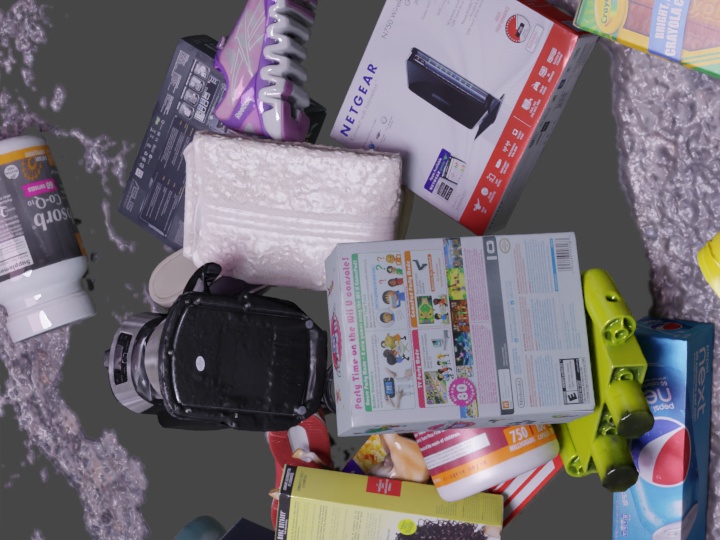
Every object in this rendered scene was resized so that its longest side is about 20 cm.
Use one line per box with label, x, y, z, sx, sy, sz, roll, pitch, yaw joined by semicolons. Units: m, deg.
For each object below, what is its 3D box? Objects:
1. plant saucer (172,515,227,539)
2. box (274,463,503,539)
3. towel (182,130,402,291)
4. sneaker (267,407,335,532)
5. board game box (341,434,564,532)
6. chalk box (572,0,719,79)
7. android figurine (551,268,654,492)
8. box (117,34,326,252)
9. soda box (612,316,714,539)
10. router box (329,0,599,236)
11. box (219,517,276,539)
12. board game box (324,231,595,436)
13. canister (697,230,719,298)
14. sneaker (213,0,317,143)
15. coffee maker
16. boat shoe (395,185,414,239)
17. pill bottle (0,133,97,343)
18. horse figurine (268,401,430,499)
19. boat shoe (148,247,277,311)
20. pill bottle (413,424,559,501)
plant saucer;-0.168;0.347;1.526;0.027;0.200;0.201;11;106;20
box;0.024;0.227;1.360;0.199;0.050;0.076;7;120;3
towel;-0.062;-0.051;1.361;0.199;0.034;0.133;6;111;9
sneaker;-0.052;0.173;1.500;0.078;0.116;0.201;0;131;-2
board game box;0.094;0.173;1.414;0.152;0.046;0.200;46;120;15
chalk box;0.251;-0.232;1.181;0.199;0.124;0.125;24;112;25
android figurine;0.192;0.081;1.272;0.201;0.041;0.183;-106;17;-47
box;-0.138;-0.106;1.493;0.157;0.051;0.201;33;116;20
soda box;0.256;0.145;1.294;0.064;0.068;0.201;6;103;31
router box;0.087;-0.161;1.343;0.179;0.049;0.201;34;116;21
box;-0.059;0.370;1.486;0.199;0.104;0.183;18;130;28
board game box;0.078;0.051;1.223;0.064;0.199;0.148;132;135;-73
canister;0.382;-0.019;1.171;0.200;0.086;0.149;-43;78;30
sneaker;-0.093;-0.211;1.397;0.088;0.080;0.201;0;80;23
coffee maker;-0.115;0.093;1.359;0.192;0.135;0.200;32;165;-16
boat shoe;0.000;0.000;1.421;0.073;0.069;0.201;14;107;29
pill bottle;-0.354;-0.033;1.608;0.116;0.116;0.201;-19;91;33
horse figurine;0.012;0.182;1.396;0.132;0.050;0.200;34;110;-8
boat shoe;-0.104;-0.010;1.452;0.199;0.063;0.073;-24;53;18
pill bottle;0.083;0.086;1.307;0.113;0.113;0.201;-27;82;33
